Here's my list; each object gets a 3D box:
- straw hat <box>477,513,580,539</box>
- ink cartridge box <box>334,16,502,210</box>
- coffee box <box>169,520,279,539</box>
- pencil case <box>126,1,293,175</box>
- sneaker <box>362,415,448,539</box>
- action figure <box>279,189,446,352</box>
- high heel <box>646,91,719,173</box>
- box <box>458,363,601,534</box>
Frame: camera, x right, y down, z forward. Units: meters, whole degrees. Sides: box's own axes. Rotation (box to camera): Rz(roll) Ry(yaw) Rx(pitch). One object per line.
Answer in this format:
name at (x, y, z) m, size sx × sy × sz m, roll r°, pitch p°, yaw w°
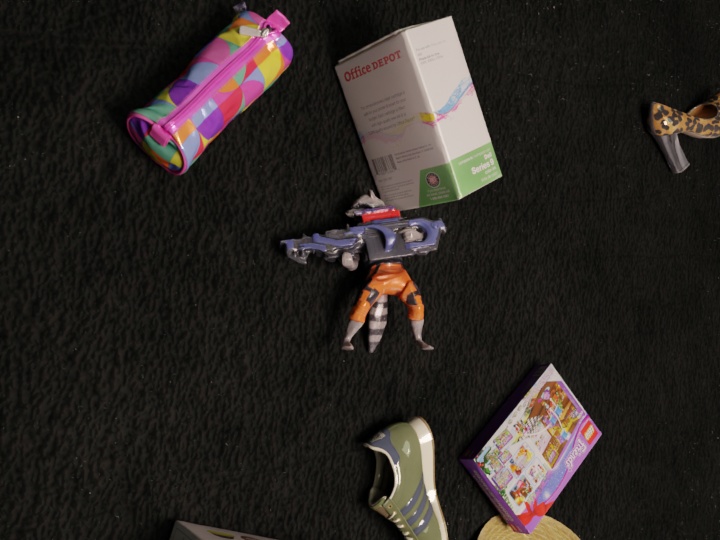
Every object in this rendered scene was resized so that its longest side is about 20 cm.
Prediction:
straw hat at (0.231, 0.439, 1.010) m, size 0.200 × 0.201 × 0.085 m, roll -12°, pitch 136°, yaw -34°
ink cartridge box at (0.068, -0.184, 0.897) m, size 0.087 × 0.145 × 0.201 m, roll -29°, pitch 104°, yaw -32°
coffee box at (-0.094, 0.385, 0.725) m, size 0.199 × 0.197 × 0.201 m, roll 25°, pitch 76°, yaw -32°
pencil case at (-0.155, -0.194, 0.783) m, size 0.088 × 0.088 × 0.200 m, roll 47°, pitch 65°, yaw -23°
sneaker at (0.049, 0.287, 0.915) m, size 0.089 × 0.067 × 0.201 m, roll -9°, pitch 92°, yaw -27°
action figure at (0.000, 0.000, 0.895) m, size 0.199 × 0.105 × 0.195 m, roll 0°, pitch 80°, yaw -10°
high heel at (0.581, -0.289, 1.299) m, size 0.200 × 0.071 × 0.143 m, roll -49°, pitch 120°, yaw -16°
box at (0.245, 0.249, 1.049) m, size 0.200 × 0.039 × 0.137 m, roll -41°, pitch 99°, yaw -29°
